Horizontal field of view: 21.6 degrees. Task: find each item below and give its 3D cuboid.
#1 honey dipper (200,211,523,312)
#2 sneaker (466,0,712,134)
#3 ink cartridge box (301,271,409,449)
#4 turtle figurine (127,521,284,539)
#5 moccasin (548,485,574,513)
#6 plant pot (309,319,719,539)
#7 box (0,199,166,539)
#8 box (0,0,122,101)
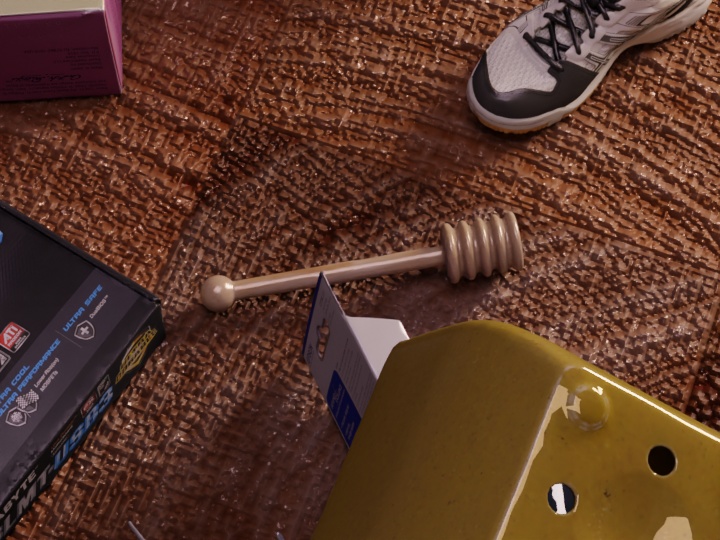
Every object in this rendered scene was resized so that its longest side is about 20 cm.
[{"bbox_3d":[0.000,0.000,1.154,0.198,0.038,0.038,-11,62,0],"label":"honey dipper"},{"bbox_3d":[0.148,-0.169,1.210,0.199,0.088,0.076,-37,69,-16],"label":"sneaker"},{"bbox_3d":[0.024,0.101,1.061,0.037,0.095,0.201,-20,63,-21],"label":"ink cartridge box"},{"bbox_3d":[-0.059,0.224,0.994,0.101,0.149,0.201,-45,69,20],"label":"turtle figurine"},{"bbox_3d":[0.115,0.170,1.039,0.080,0.068,0.202,-15,63,-9],"label":"moccasin"},{"bbox_3d":[0.092,0.136,0.883,0.193,0.200,0.197,28,69,-7],"label":"plant pot"},{"bbox_3d":[-0.251,0.052,1.119,0.197,0.050,0.201,31,66,15],"label":"box"},{"bbox_3d":[-0.248,-0.218,1.234,0.174,0.097,0.202,-4,63,-2],"label":"box"}]
